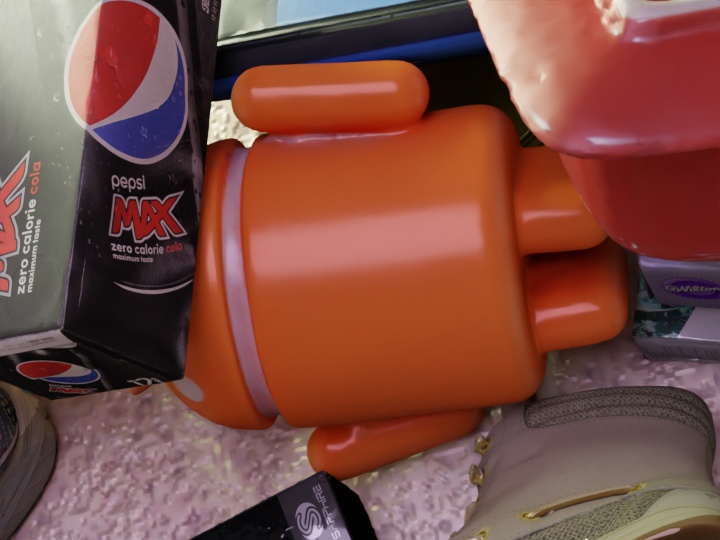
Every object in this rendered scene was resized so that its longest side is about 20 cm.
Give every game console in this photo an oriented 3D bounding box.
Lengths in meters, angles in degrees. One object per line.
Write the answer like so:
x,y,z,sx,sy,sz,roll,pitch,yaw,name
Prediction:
0.011,-0.140,0.850,0.199,0.171,0.119,-9,93,21,game console

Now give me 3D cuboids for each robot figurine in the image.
0.000,0.002,0.799,0.199,0.144,0.117,-6,62,10,robot figurine

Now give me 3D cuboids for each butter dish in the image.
0.130,-0.071,0.686,0.199,0.148,0.200,-10,43,-6,butter dish

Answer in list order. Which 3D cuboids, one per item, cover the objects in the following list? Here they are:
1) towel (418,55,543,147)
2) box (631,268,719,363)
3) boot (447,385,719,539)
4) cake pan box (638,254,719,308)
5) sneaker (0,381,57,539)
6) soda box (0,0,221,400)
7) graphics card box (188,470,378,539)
-0.007,-0.032,0.882,0.200,0.018,0.086,-42,64,1,towel
0.189,-0.059,0.812,0.144,0.036,0.201,3,71,20,box
0.041,0.112,0.741,0.199,0.155,0.072,-24,105,10,boot
0.206,-0.079,0.768,0.183,0.052,0.201,7,74,18,cake pan box
-0.206,0.125,0.858,0.077,0.086,0.201,20,79,25,sneaker
-0.098,-0.059,0.761,0.071,0.063,0.201,-11,66,36,soda box
-0.070,0.178,0.812,0.199,0.051,0.126,-29,64,9,graphics card box
